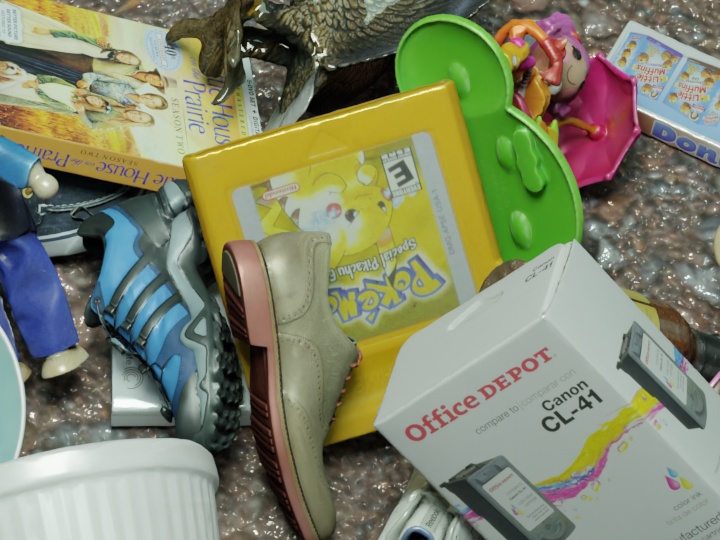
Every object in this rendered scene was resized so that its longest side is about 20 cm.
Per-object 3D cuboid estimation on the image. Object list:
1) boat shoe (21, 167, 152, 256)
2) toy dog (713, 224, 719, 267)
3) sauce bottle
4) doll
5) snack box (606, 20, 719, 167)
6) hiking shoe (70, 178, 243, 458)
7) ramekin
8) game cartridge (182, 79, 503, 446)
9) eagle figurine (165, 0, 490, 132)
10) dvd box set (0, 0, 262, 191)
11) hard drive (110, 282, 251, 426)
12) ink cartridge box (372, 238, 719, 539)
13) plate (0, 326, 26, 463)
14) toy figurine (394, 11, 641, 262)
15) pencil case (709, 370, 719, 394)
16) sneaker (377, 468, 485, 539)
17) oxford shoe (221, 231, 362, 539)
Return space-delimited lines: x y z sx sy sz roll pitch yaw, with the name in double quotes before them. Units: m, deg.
"boat shoe" -0.235 -0.059 1.643 0.200 0.091 0.071 -9 45 -11
"toy dog" 0.310 0.025 1.641 0.132 0.096 0.200 8 12 -45
"sauce bottle" 0.161 0.043 1.588 0.200 0.066 0.066 17 49 -36
"doll" -0.244 -0.023 1.578 0.136 0.048 0.200 -18 100 13
"snack box" 0.261 -0.105 1.766 0.200 0.024 0.072 26 59 11
"hiking shoe" -0.126 0.038 1.587 0.087 0.074 0.200 -15 53 3
"ramekin" -0.169 0.174 1.449 0.202 0.202 0.094 -12 72 -13
"game cartridge" 0.000 0.000 1.576 0.176 0.032 0.200 -17 98 -3
"eagle figurine" -0.006 -0.168 1.680 0.200 0.151 0.152 -3 32 -26
"dvd box set" -0.163 -0.114 1.674 0.200 0.029 0.146 13 41 -21
"hard drive" -0.061 0.038 1.641 0.200 0.027 0.132 0 57 -5
"ink cartridge box" 0.129 0.103 1.490 0.200 0.148 0.086 44 34 -16
"plate" -0.302 0.092 1.556 0.200 0.026 0.200 -1 77 4
"toy figurine" 0.111 -0.104 1.669 0.150 0.200 0.184 2 26 32
"pencil case" 0.285 0.144 1.571 0.200 0.091 0.094 39 27 21
"sneaker" 0.051 0.157 1.539 0.074 0.087 0.200 20 56 10
"oxford shoe" -0.030 0.073 1.537 0.075 0.200 0.070 -14 17 -14
